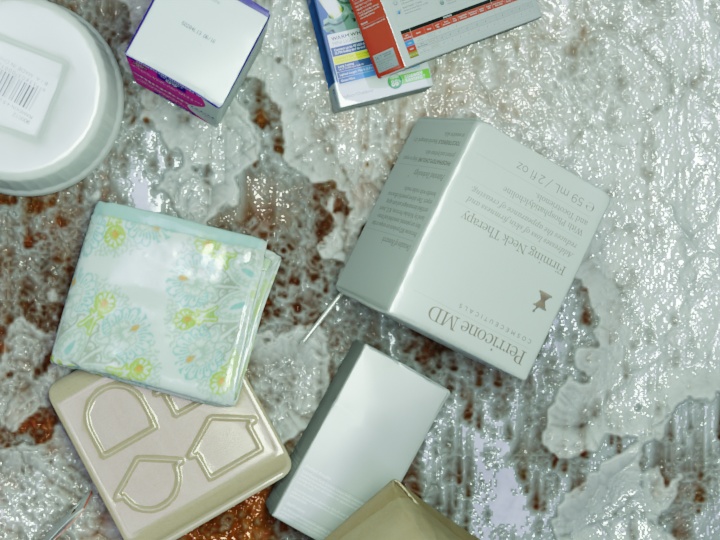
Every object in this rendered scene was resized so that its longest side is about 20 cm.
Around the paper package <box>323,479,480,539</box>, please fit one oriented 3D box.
[{"bbox_3d":[0.027,0.328,1.332,0.200,0.104,0.191,-42,133,8],"label":"paper package"}]

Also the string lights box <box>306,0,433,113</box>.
[{"bbox_3d":[0.000,-0.273,1.410,0.102,0.059,0.202,-15,92,-7],"label":"string lights box"}]

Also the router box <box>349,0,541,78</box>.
[{"bbox_3d":[0.073,-0.309,1.376,0.199,0.049,0.181,-24,97,-34],"label":"router box"}]

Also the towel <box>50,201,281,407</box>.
[{"bbox_3d":[-0.194,0.034,1.371,0.198,0.048,0.173,14,77,5],"label":"towel"}]

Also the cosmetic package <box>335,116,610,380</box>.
[{"bbox_3d":[0.108,-0.026,1.358,0.167,0.166,0.201,26,88,-20],"label":"cosmetic package"}]

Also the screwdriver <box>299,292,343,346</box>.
[{"bbox_3d":[0.000,0.000,1.425,0.028,0.029,0.200,39,81,-5],"label":"screwdriver"}]

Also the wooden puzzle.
[{"bbox_3d":[-0.192,0.161,1.393,0.184,0.046,0.201,-29,81,-6],"label":"wooden puzzle"}]

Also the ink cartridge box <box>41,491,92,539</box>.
[{"bbox_3d":[-0.324,0.314,1.352,0.050,0.109,0.200,44,86,-5],"label":"ink cartridge box"}]

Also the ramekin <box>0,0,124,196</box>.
[{"bbox_3d":[-0.336,-0.176,1.353,0.199,0.098,0.202,0,90,-7],"label":"ramekin"}]

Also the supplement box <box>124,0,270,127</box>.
[{"bbox_3d":[-0.156,-0.213,1.322,0.101,0.200,0.104,28,89,-6],"label":"supplement box"}]

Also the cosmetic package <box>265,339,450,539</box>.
[{"bbox_3d":[-0.004,0.181,1.402,0.106,0.090,0.201,31,84,-8],"label":"cosmetic package"}]
